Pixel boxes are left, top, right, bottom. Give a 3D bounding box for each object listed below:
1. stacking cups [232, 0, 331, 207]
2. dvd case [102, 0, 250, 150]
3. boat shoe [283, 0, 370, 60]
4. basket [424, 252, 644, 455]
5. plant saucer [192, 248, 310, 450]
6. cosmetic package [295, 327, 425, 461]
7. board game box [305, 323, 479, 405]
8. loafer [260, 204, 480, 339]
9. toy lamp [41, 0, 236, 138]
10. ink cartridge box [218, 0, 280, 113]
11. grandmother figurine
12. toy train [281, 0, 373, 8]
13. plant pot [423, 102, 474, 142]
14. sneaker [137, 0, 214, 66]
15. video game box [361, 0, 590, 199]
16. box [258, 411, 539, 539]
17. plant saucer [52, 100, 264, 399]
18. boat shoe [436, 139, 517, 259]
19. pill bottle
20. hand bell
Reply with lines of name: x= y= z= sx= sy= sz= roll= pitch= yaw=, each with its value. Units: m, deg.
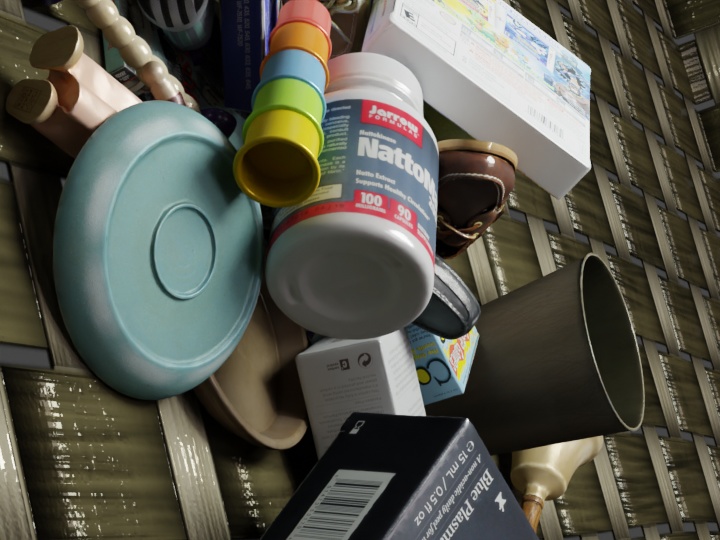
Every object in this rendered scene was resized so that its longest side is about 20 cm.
stacking cups: x=-0.044 y=-0.127 z=1.441 sx=0.061 sy=0.060 sz=0.200 roll=58 pitch=26 yaw=-31
dvd case: x=-0.141 y=-0.173 z=1.579 sx=0.200 sy=0.022 sz=0.147 roll=37 pitch=39 yaw=-54
boat shoe: x=-0.034 y=-0.244 z=1.566 sx=0.063 sy=0.073 sz=0.201 roll=-84 pitch=166 yaw=-59
basket: x=0.130 y=0.092 z=1.779 sx=0.136 sy=0.199 sz=0.181 roll=55 pitch=24 yaw=-33
plant saucer: x=-0.093 y=0.039 z=1.504 sx=0.200 sy=0.029 sz=0.201 roll=51 pitch=28 yaw=-41
cosmetic package: x=0.014 y=0.147 z=1.575 sx=0.101 sy=0.071 sz=0.201 roll=-31 pitch=109 yaw=-75
board game box: x=0.007 y=0.009 z=1.677 sx=0.201 sy=0.105 sz=0.103 roll=64 pitch=21 yaw=-19
loafer: x=0.000 y=0.000 z=1.567 sx=0.200 sy=0.068 sz=0.071 roll=33 pitch=50 yaw=-9
toy lamp: x=-0.167 y=-0.164 z=1.433 sx=0.200 sy=0.058 sz=0.058 roll=52 pitch=27 yaw=-24
ink cartridge box: x=-0.087 y=-0.230 z=1.554 sx=0.200 sy=0.047 sz=0.198 roll=-85 pitch=176 yaw=-53
grandmother figurine: x=-0.151 y=-0.080 z=1.383 sx=0.200 sy=0.060 sz=0.122 roll=34 pitch=85 yaw=-45
toy train: x=-0.011 y=-0.140 z=1.663 sx=0.085 sy=0.115 sz=0.201 roll=93 pitch=0 yaw=-63
plant pot: x=0.044 y=-0.126 z=1.775 sx=0.200 sy=0.184 sz=0.201 roll=51 pitch=29 yaw=-43
sneaker: x=-0.144 y=-0.256 z=1.551 sx=0.088 sy=0.074 sz=0.201 roll=71 pitch=14 yaw=-64
video game box: x=0.096 y=-0.167 z=1.625 sx=0.200 sy=0.047 sz=0.182 roll=35 pitch=31 yaw=-14
box: x=0.029 y=0.236 z=1.417 sx=0.197 sy=0.117 sz=0.200 roll=-52 pitch=124 yaw=-34
plant saucer: x=-0.125 y=-0.013 z=1.358 sx=0.200 sy=0.027 sz=0.201 roll=-2 pitch=93 yaw=-53
boat shoe: x=0.080 y=-0.052 z=1.584 sx=0.200 sy=0.070 sz=0.071 roll=98 pitch=2 yaw=-80
pill bottle: x=-0.003 y=-0.061 z=1.479 sx=0.120 sy=0.119 sz=0.200 roll=53 pitch=29 yaw=-39
hand bell: x=0.163 y=0.229 z=1.940 sx=0.104 sy=0.104 sz=0.200 roll=56 pitch=37 yaw=-34
